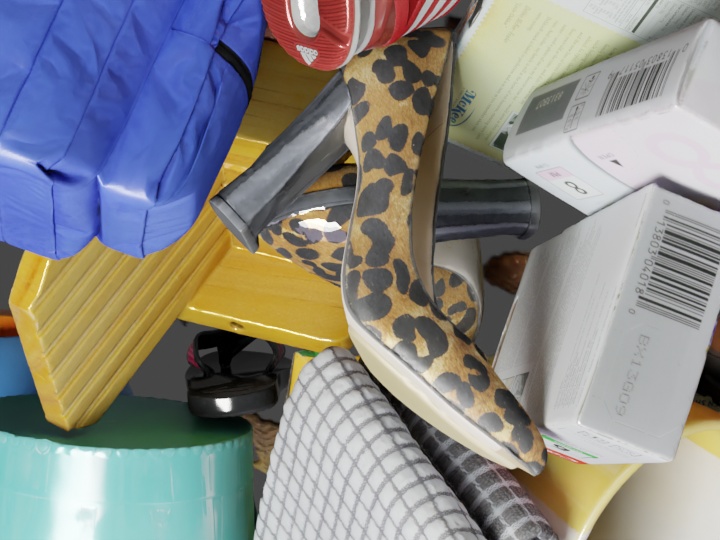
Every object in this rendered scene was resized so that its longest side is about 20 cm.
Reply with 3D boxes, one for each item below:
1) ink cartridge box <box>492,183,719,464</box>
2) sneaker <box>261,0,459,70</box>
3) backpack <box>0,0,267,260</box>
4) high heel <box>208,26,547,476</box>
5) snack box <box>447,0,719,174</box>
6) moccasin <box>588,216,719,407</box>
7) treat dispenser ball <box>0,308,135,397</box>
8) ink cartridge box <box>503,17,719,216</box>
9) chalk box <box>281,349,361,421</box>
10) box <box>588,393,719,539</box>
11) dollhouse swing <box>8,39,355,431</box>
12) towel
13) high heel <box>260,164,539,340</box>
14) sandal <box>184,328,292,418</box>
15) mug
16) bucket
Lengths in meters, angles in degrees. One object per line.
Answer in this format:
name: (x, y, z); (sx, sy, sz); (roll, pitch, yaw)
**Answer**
ink cartridge box: (0.110, 0.033, 0.818); (0.050, 0.110, 0.200); (21, 170, -6)
sneaker: (0.011, -0.194, 0.724); (0.078, 0.115, 0.202); (27, 126, 35)
backpack: (-0.125, -0.118, 0.776); (0.166, 0.202, 0.162); (20, 164, -10)
high heel: (0.045, -0.016, 0.780); (0.200, 0.143, 0.071); (44, 170, 15)
snack box: (0.110, -0.109, 0.816); (0.115, 0.037, 0.200); (24, 148, -6)
moccasin: (0.207, 0.030, 0.944); (0.201, 0.078, 0.074); (35, 166, 10)
treat dispenser ball: (-0.251, 0.128, 1.211); (0.199, 0.202, 0.202); (13, 148, 9)
ink cartridge box: (0.183, -0.030, 0.774); (0.199, 0.057, 0.162); (33, 164, -15)
chalk box: (0.034, 0.132, 1.113); (0.122, 0.126, 0.200); (6, 171, 19)
box: (0.178, 0.155, 1.026); (0.174, 0.201, 0.097); (2, 145, 23)
dollhouse swing: (-0.069, 0.003, 0.951); (0.180, 0.177, 0.201); (13, 147, 9)
towel: (0.020, 0.160, 0.902); (0.085, 0.166, 0.202); (-9, 129, -30)
high heel: (0.000, 0.000, 0.926); (0.141, 0.072, 0.200); (-1, 156, -15)
sandal: (-0.079, 0.058, 1.106); (0.074, 0.046, 0.200); (-9, -177, -3)
mug: (0.126, 0.099, 0.934); (0.149, 0.187, 0.153); (33, -178, -43)
bucket: (-0.155, 0.154, 1.039); (0.205, 0.136, 0.207); (5, -175, 0)
